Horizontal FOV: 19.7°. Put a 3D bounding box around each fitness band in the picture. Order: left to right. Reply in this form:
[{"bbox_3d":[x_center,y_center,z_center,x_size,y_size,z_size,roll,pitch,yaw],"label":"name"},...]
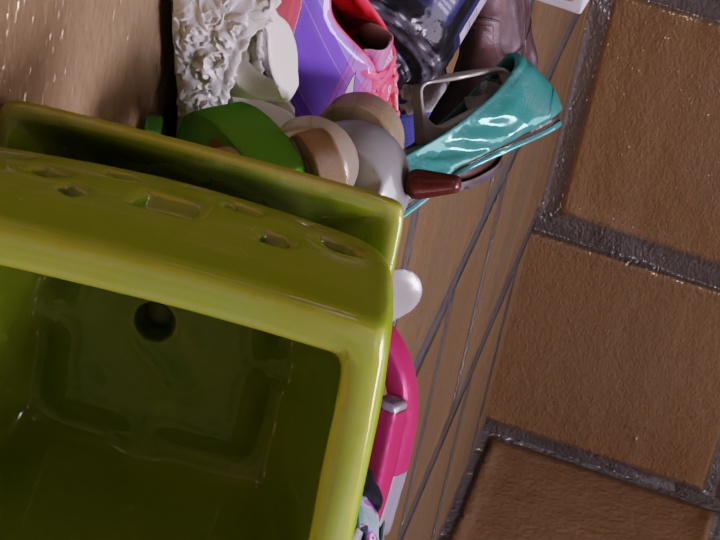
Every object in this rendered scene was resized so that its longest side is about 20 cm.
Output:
[{"bbox_3d":[-0.033,0.110,1.419,0.037,0.143,0.202,-17,126,-54],"label":"fitness band"}]

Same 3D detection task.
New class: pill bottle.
[{"bbox_3d":[0.026,-0.187,1.264,0.201,0.111,0.112,-59,168,-13],"label":"pill bottle"}]

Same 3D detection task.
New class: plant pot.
[{"bbox_3d":[-0.089,0.051,0.800,0.182,0.197,0.202,-70,173,-66],"label":"plant pot"}]

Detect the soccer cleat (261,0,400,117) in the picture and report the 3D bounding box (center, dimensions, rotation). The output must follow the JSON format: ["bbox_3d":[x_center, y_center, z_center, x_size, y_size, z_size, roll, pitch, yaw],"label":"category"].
[{"bbox_3d":[-0.006,-0.099,1.160,0.069,0.073,0.201,-76,149,-46],"label":"soccer cleat"}]

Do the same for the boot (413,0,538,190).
[{"bbox_3d":[0.074,-0.175,1.378,0.187,0.064,0.202,-57,152,-53],"label":"boot"}]

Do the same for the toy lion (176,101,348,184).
[{"bbox_3d":[-0.063,0.008,1.052,0.192,0.068,0.202,-140,-139,-59],"label":"toy lion"}]

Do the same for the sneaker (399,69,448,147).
[{"bbox_3d":[0.008,-0.152,1.413,0.115,0.080,0.201,-59,157,-44],"label":"sneaker"}]

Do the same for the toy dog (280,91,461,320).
[{"bbox_3d":[0.000,0.000,1.108,0.201,0.096,0.132,90,24,-43],"label":"toy dog"}]

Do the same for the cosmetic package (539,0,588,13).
[{"bbox_3d":[0.058,-0.245,1.106,0.200,0.198,0.124,-55,161,-62],"label":"cosmetic package"}]

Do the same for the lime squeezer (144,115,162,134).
[{"bbox_3d":[-0.118,0.016,1.089,0.201,0.037,0.071,97,-18,-48],"label":"lime squeezer"}]

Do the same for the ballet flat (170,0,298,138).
[{"bbox_3d":[-0.065,-0.092,1.077,0.201,0.071,0.072,94,16,-60],"label":"ballet flat"}]

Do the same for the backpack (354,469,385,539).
[{"bbox_3d":[-0.062,0.213,1.295,0.201,0.165,0.127,-88,165,-45],"label":"backpack"}]

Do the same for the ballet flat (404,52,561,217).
[{"bbox_3d":[0.037,-0.078,1.305,0.199,0.071,0.067,-32,-173,-21],"label":"ballet flat"}]
